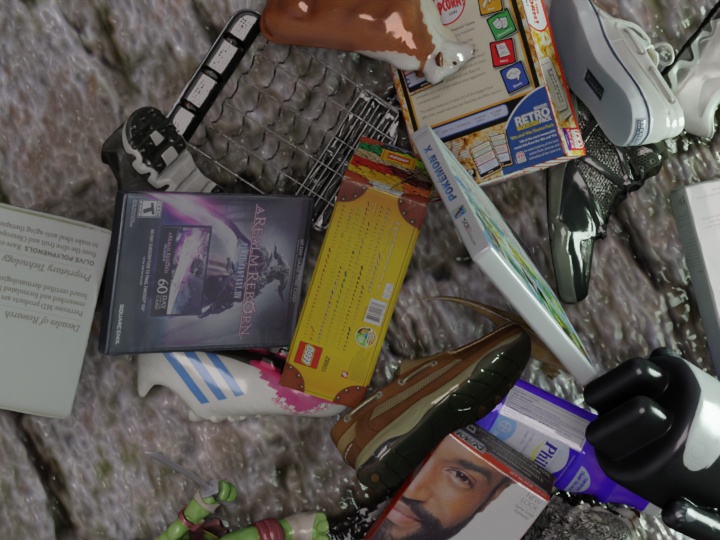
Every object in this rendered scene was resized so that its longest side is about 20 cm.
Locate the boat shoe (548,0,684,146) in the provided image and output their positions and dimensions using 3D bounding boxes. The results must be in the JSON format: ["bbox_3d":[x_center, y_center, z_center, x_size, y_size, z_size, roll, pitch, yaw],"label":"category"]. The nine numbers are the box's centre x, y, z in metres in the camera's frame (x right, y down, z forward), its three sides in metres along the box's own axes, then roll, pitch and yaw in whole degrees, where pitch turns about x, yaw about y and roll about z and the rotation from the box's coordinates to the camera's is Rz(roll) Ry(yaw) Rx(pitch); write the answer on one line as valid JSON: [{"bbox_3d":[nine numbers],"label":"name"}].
[{"bbox_3d":[0.243,-0.189,1.552,0.086,0.202,0.075,-4,132,-20],"label":"boat shoe"}]

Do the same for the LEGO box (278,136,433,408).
[{"bbox_3d":[0.000,0.000,1.507,0.077,0.149,0.200,18,108,0],"label":"LEGO box"}]

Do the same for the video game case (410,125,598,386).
[{"bbox_3d":[0.125,-0.013,1.481,0.022,0.182,0.200,-34,130,10],"label":"video game case"}]

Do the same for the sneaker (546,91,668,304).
[{"bbox_3d":[0.227,-0.067,1.576,0.114,0.076,0.200,2,83,6],"label":"sneaker"}]

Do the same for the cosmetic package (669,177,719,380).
[{"bbox_3d":[0.368,0.008,1.572,0.113,0.081,0.200,-12,89,0],"label":"cosmetic package"}]

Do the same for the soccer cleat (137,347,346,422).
[{"bbox_3d":[-0.113,0.110,1.581,0.200,0.070,0.086,19,105,2],"label":"soccer cleat"}]

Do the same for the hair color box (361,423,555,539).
[{"bbox_3d":[0.074,0.240,1.538,0.111,0.064,0.200,34,109,1],"label":"hair color box"}]

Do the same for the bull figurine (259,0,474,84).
[{"bbox_3d":[0.009,-0.238,1.529,0.200,0.065,0.121,10,80,10],"label":"bull figurine"}]

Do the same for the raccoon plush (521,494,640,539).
[{"bbox_3d":[0.178,0.288,1.533,0.097,0.134,0.200,33,89,-1],"label":"raccoon plush"}]

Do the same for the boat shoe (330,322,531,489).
[{"bbox_3d":[0.059,0.103,1.463,0.200,0.076,0.074,-34,55,-24],"label":"boat shoe"}]

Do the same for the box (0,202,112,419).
[{"bbox_3d":[-0.355,0.019,1.478,0.200,0.199,0.171,13,88,-31],"label":"box"}]

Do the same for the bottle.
[{"bbox_3d":[0.191,0.163,1.564,0.200,0.084,0.065,26,53,0],"label":"bottle"}]

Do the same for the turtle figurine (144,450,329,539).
[{"bbox_3d":[-0.117,0.266,1.517,0.194,0.200,0.144,1,55,-22],"label":"turtle figurine"}]

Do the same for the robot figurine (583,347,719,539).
[{"bbox_3d":[0.283,0.152,1.479,0.200,0.125,0.150,30,82,-29],"label":"robot figurine"}]

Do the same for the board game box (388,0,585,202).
[{"bbox_3d":[0.106,-0.179,1.557,0.151,0.046,0.200,-17,87,31],"label":"board game box"}]

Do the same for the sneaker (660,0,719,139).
[{"bbox_3d":[0.357,-0.211,1.586,0.089,0.074,0.200,37,98,1],"label":"sneaker"}]

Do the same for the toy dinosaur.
[{"bbox_3d":[0.152,0.059,1.558,0.200,0.101,0.058,33,89,1],"label":"toy dinosaur"}]

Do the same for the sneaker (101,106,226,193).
[{"bbox_3d":[-0.171,-0.058,1.582,0.200,0.090,0.066,55,50,-17],"label":"sneaker"}]

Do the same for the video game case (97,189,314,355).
[{"bbox_3d":[-0.134,0.002,1.506,0.200,0.019,0.143,0,104,-37],"label":"video game case"}]

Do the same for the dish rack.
[{"bbox_3d":[-0.070,-0.137,1.590,0.200,0.055,0.153,33,90,-1],"label":"dish rack"}]
